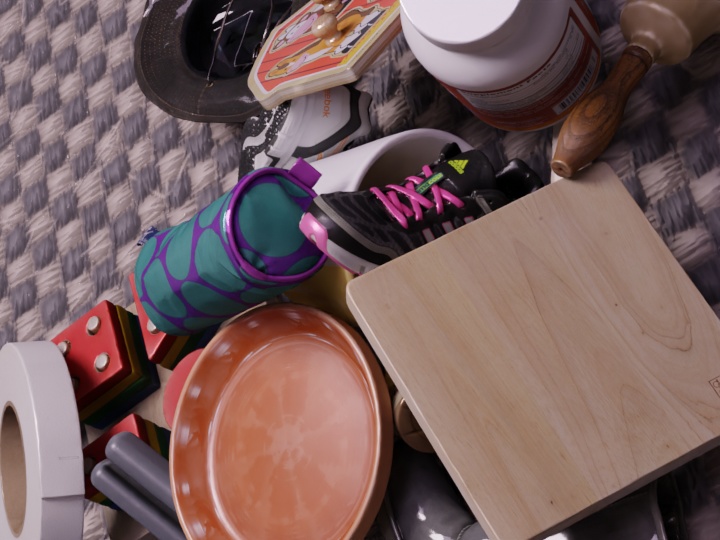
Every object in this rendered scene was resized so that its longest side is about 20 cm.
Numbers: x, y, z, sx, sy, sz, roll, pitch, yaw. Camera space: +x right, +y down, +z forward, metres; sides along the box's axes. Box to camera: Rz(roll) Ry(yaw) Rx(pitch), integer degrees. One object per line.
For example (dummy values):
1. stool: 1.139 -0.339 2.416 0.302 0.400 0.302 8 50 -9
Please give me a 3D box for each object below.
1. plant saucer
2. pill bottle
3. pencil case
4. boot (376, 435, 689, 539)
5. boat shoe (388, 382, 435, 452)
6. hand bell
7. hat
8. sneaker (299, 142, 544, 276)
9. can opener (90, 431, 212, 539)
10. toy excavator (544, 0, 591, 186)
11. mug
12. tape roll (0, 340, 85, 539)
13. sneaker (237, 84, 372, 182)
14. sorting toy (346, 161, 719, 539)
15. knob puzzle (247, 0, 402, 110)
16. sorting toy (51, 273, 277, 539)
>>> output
1. plant saucer: -0.054 0.124 1.300 0.199 0.032 0.202 -10 74 38
2. pill bottle: 0.090 -0.166 1.226 0.111 0.200 0.113 -3 81 17
3. pencil case: -0.093 -0.013 1.314 0.093 0.085 0.200 -58 16 -24
4. boot: 0.112 0.161 1.228 0.199 0.072 0.183 -31 61 29
5. boat shoe: 0.096 0.044 1.281 0.199 0.072 0.064 -35 18 -8
6. hand bell: 0.183 -0.135 1.242 0.104 0.104 0.201 10 54 41
7. hat: -0.090 -0.199 1.554 0.199 0.081 0.203 -10 70 28
8. sneaker: 0.047 -0.044 1.227 0.074 0.199 0.088 50 125 39
9. can opener: -0.120 0.198 1.354 0.199 0.067 0.054 37 113 12
10. toy excavator: 0.126 -0.150 1.356 0.199 0.100 0.195 34 92 33
11. mug: -0.003 -0.009 1.347 0.153 0.149 0.188 1 58 54
12. tape roll: -0.259 0.157 1.471 0.203 0.037 0.205 178 90 -69
13. sneaker: -0.048 -0.093 1.444 0.200 0.079 0.074 142 132 -68
14. sorting toy: 0.121 0.061 1.176 0.198 0.070 0.201 -25 65 -15
15. knob puzzle: -0.016 -0.191 1.338 0.219 0.031 0.220 -34 22 15
16. sorting toy: -0.154 0.086 1.464 0.198 0.069 0.201 -35 52 21
